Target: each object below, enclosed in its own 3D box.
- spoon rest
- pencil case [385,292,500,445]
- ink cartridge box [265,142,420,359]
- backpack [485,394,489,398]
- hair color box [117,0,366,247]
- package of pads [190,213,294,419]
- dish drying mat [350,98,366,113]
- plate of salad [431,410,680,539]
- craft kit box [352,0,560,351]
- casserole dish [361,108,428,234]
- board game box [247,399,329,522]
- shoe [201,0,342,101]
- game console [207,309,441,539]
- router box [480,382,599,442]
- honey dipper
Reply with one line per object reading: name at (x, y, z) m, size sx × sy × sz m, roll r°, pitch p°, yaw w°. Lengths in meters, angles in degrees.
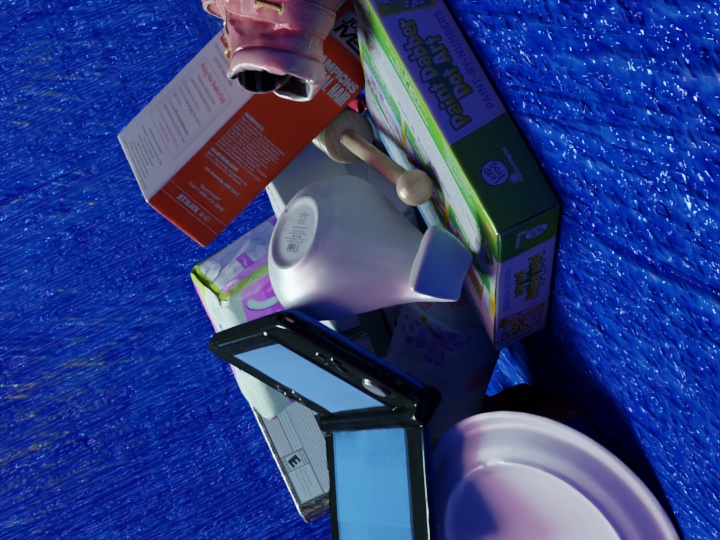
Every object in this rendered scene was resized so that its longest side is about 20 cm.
spoon rest at (0.005, -0.008, 0.995) m, size 0.061 × 0.100 × 0.200 m, roll 23°, pitch 175°, yaw -32°
pencil case at (0.052, 0.091, 1.160) m, size 0.091 × 0.083 × 0.200 m, roll -55°, pitch -18°, yaw -53°
ink cartridge box at (0.000, 0.000, 1.222) m, size 0.146 × 0.084 × 0.200 m, roll -122°, pitch 9°, yaw -47°
backpack at (0.081, 0.203, 1.340) m, size 0.200 × 0.154 × 0.191 m, roll 14°, pitch -115°, yaw -73°
hair color box at (-0.072, -0.125, 1.125) m, size 0.064 × 0.200 × 0.111 m, roll 39°, pitch -169°, yaw -34°
package of pads at (-0.033, 0.011, 1.366) m, size 0.068 × 0.200 × 0.155 m, roll 40°, pitch 157°, yaw 45°
dish drying mat at (-0.006, -0.124, 1.471) m, size 0.200 × 0.018 × 0.077 m, roll -141°, pitch 28°, yaw -78°
plate of salad at (0.125, 0.175, 1.023) m, size 0.200 × 0.048 × 0.201 m, roll 19°, pitch 124°, yaw 31°
craft kit box at (0.056, -0.073, 0.992) m, size 0.200 × 0.048 × 0.198 m, roll 63°, pitch 177°, yaw 21°
casserole dish at (0.045, -0.050, 1.218) m, size 0.121 × 0.039 × 0.200 m, roll -160°, pitch 47°, yaw -81°
board game box at (0.002, 0.126, 1.535) m, size 0.097 × 0.200 × 0.160 m, roll 87°, pitch 159°, yaw -78°
shoe at (-0.068, -0.159, 1.035) m, size 0.200 × 0.071 × 0.091 m, roll 7°, pitch 83°, yaw 66°
game console at (-0.030, 0.123, 1.089) m, size 0.170 × 0.119 × 0.200 m, roll 30°, pitch 163°, yaw -14°
router box at (0.155, 0.187, 1.143) m, size 0.179 × 0.049 × 0.200 m, roll -168°, pitch 53°, yaw -83°
honey dipper at (0.008, -0.078, 1.057) m, size 0.038 × 0.038 × 0.200 m, roll 67°, pitch 170°, yaw -21°
